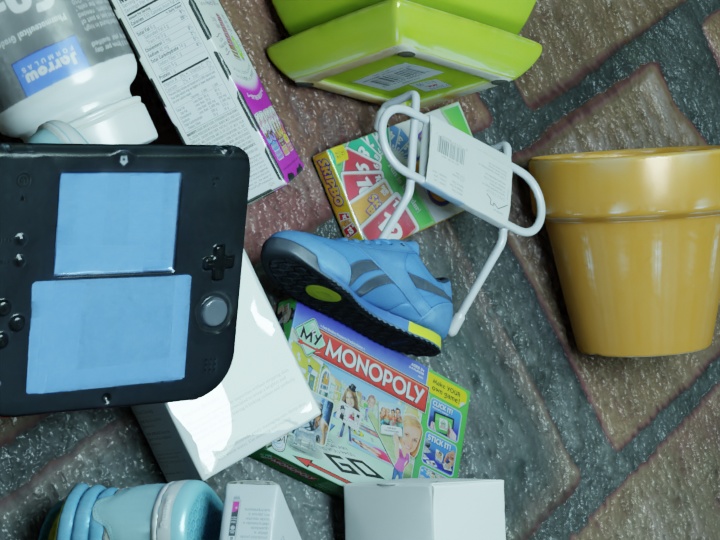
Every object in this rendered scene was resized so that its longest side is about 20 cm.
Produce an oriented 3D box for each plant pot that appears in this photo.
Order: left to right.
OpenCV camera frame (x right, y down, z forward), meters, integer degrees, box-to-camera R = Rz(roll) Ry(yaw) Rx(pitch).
[{"bbox_3d":[0.036,-0.246,1.420,0.198,0.199,0.183,10,77,-40],"label":"plant pot"},{"bbox_3d":[0.260,-0.019,1.559,0.199,0.199,0.185,-9,97,-43],"label":"plant pot"}]

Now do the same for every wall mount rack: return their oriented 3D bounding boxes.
[{"bbox_3d":[0.066,-0.050,1.431,0.199,0.074,0.175,25,60,-35],"label":"wall mount rack"}]

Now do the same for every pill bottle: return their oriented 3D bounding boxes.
[{"bbox_3d":[-0.230,-0.166,1.200,0.114,0.113,0.201,-30,95,-44],"label":"pill bottle"}]

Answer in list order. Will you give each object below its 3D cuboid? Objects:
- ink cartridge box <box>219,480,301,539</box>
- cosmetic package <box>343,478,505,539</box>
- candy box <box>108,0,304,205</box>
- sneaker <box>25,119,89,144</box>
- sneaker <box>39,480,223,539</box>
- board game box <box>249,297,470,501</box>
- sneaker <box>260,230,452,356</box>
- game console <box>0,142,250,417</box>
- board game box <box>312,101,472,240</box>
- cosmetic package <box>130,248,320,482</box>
[{"bbox_3d":[-0.066,0.270,1.110,0.197,0.043,0.201,77,17,-57],"label":"ink cartridge box"},{"bbox_3d":[0.051,0.262,1.295,0.084,0.107,0.201,4,84,-41],"label":"cosmetic package"},{"bbox_3d":[-0.119,-0.148,1.287,0.201,0.061,0.136,64,7,-6],"label":"candy box"},{"bbox_3d":[-0.230,0.007,1.120,0.130,0.079,0.201,-24,126,-39],"label":"sneaker"},{"bbox_3d":[-0.149,0.203,1.170,0.200,0.130,0.080,72,23,-51],"label":"sneaker"},{"bbox_3d":[0.003,0.123,1.372,0.199,0.029,0.135,29,58,-32],"label":"board game box"},{"bbox_3d":[0.000,0.000,1.341,0.200,0.066,0.079,29,67,-38],"label":"sneaker"},{"bbox_3d":[-0.165,0.005,1.105,0.199,0.031,0.178,-3,109,-36],"label":"game console"},{"bbox_3d":[0.047,-0.084,1.488,0.200,0.030,0.096,-25,93,-46],"label":"board game box"},{"bbox_3d":[-0.127,0.043,1.229,0.112,0.081,0.201,-26,92,-27],"label":"cosmetic package"}]
